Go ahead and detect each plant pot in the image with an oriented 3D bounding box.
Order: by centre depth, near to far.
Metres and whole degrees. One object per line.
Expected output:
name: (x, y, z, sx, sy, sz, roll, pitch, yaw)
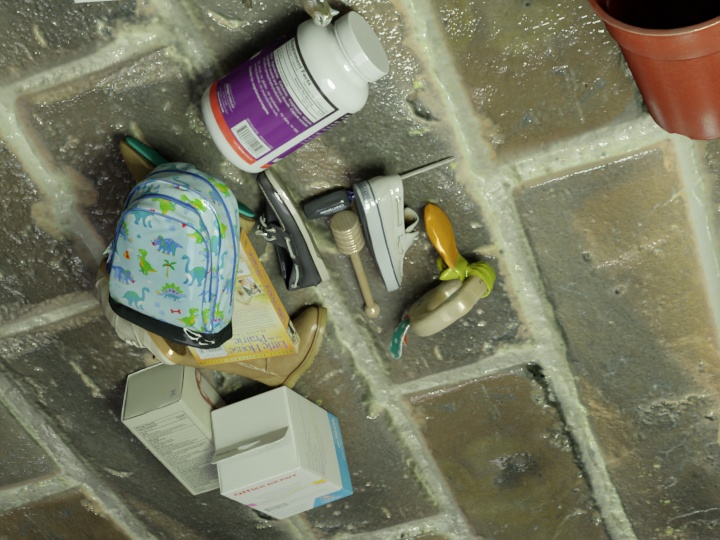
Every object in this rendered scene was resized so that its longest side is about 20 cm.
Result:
plant pot: (0.353, -0.253, 1.255, 0.199, 0.202, 0.196, -19, 140, 14)

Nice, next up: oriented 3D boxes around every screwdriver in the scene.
screwdriver: (0.023, -0.101, 1.484, 0.198, 0.028, 0.029, -15, 104, 8)

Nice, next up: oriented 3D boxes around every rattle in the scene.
rattle: (0.069, 0.020, 1.574, 0.142, 0.131, 0.200, 36, 149, -19)

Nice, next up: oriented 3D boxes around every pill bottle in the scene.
pill bottle: (-0.070, -0.199, 1.323, 0.199, 0.113, 0.112, -29, 129, 22)

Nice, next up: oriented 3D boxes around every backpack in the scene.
backpack: (-0.212, -0.022, 1.377, 0.162, 0.154, 0.201, 23, 108, 11)

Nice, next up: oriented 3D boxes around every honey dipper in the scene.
honey dipper: (0.000, 0.000, 1.561, 0.038, 0.038, 0.201, -11, 140, 7)

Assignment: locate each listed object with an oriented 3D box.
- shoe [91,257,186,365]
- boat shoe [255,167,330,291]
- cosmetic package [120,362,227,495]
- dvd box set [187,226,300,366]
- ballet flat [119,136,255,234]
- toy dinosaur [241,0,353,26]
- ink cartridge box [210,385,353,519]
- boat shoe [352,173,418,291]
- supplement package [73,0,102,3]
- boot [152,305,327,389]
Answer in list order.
shoe: (-0.280, 0.060, 1.503, 0.053, 0.200, 0.070, -50, 141, 8)
boat shoe: (-0.096, -0.045, 1.491, 0.062, 0.073, 0.201, -25, 136, 0)
cosmetic package: (-0.247, 0.225, 1.734, 0.103, 0.088, 0.201, -18, 133, 15)
dvd box set: (-0.177, 0.037, 1.515, 0.145, 0.030, 0.201, -9, 131, 20)
ballet flat: (-0.216, -0.086, 1.446, 0.199, 0.069, 0.063, 32, 101, -29)
toy dinosaur: (-0.099, -0.335, 1.233, 0.102, 0.077, 0.201, -29, 125, 7)
ink cartridge box: (-0.117, 0.257, 1.707, 0.128, 0.126, 0.200, -21, 151, 16)
boat shoe: (0.042, -0.048, 1.500, 0.069, 0.071, 0.201, -21, 141, -4)
supplement package: (-0.235, -0.374, 1.147, 0.113, 0.110, 0.201, -5, 134, 0)
boot: (-0.163, 0.091, 1.627, 0.198, 0.066, 0.176, 18, 130, -18)
